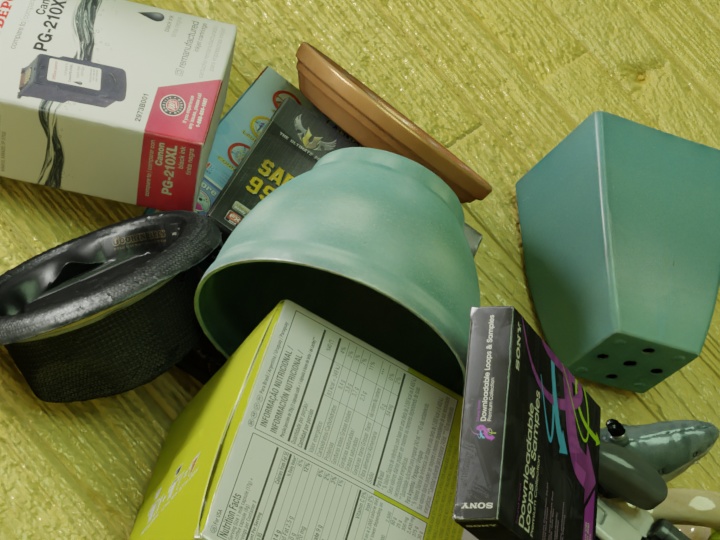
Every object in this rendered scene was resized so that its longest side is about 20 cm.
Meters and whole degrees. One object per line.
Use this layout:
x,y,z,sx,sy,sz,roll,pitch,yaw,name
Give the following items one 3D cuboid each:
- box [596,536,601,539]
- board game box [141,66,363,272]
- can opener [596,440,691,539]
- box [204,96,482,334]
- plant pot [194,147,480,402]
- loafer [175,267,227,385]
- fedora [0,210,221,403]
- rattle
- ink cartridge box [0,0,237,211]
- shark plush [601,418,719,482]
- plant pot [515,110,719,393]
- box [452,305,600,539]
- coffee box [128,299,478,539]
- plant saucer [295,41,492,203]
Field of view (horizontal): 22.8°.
0.160,0.265,1.343,0.200,0.104,0.148,39,45,-1,box
-0.053,-0.043,1.467,0.200,0.056,0.196,38,46,-3,board game box
0.231,0.203,1.315,0.200,0.067,0.053,39,45,-2,can opener
-0.016,-0.023,1.403,0.200,0.048,0.159,36,47,-6,box
0.000,0.000,1.256,0.200,0.200,0.135,29,60,-11,plant pot
-0.096,0.052,1.359,0.200,0.071,0.073,44,46,3,loafer
-0.183,0.035,1.279,0.200,0.200,0.092,-40,116,-44,fedora
0.218,0.234,1.411,0.199,0.130,0.144,13,82,-26,rattle
-0.208,-0.137,1.377,0.199,0.085,0.145,12,46,-2,ink cartridge box
0.196,0.139,1.473,0.199,0.083,0.091,17,50,-21,shark plush
0.231,-0.005,1.572,0.141,0.141,0.201,16,58,-22,plant pot
0.115,0.125,1.190,0.200,0.036,0.144,42,48,-55,box
-0.039,0.181,1.210,0.197,0.200,0.201,29,48,-13,coffee box
0.022,-0.116,1.483,0.200,0.038,0.200,37,7,-5,plant saucer
